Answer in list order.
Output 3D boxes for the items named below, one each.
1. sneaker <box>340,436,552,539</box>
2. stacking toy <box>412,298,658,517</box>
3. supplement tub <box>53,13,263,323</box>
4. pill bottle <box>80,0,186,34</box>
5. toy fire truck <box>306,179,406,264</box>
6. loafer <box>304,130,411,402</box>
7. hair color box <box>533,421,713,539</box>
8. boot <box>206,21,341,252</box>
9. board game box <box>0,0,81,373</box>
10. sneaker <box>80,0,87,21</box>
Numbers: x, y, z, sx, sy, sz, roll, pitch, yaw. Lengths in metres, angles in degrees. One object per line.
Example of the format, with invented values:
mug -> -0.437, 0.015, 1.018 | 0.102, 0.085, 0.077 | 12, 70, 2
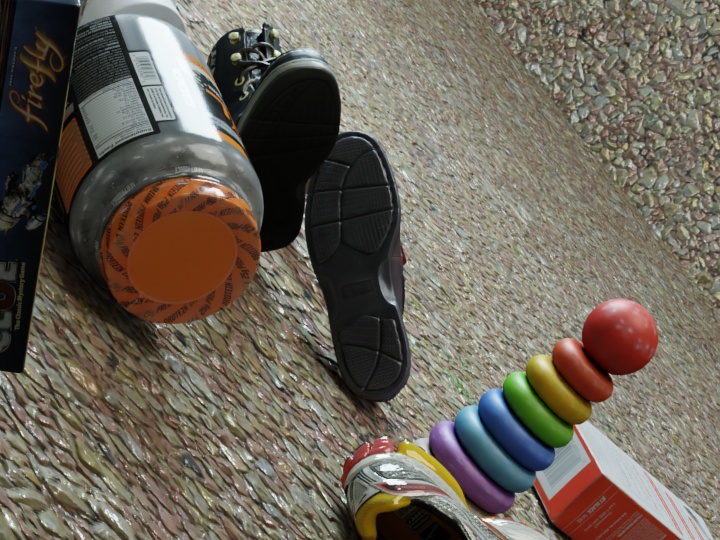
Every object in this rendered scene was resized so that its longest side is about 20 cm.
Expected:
sneaker -> 0.068, 0.193, 1.595 | 0.200, 0.078, 0.082 | 35, 19, -13
stacking toy -> 0.130, 0.096, 1.780 | 0.085, 0.200, 0.085 | 44, 13, -13
supplement tub -> -0.132, -0.063, 1.564 | 0.123, 0.123, 0.200 | 38, 17, -37
pill bottle -> -0.202, -0.221, 1.846 | 0.112, 0.112, 0.200 | 34, 19, -48
toy fire truck -> -0.045, -0.079, 1.987 | 0.141, 0.049, 0.200 | 43, -11, 38
loafer -> 0.000, 0.000, 1.842 | 0.063, 0.072, 0.200 | 68, 15, -78
hair color box -> 0.223, 0.207, 2.081 | 0.200, 0.064, 0.111 | 39, 14, -31
boot -> -0.071, -0.128, 1.808 | 0.073, 0.204, 0.154 | -1, 54, -15
board game box -> -0.176, -0.067, 1.289 | 0.035, 0.200, 0.136 | 7, 24, -11
sneaker -> -0.271, -0.179, 1.601 | 0.200, 0.116, 0.075 | 16, 52, -4
